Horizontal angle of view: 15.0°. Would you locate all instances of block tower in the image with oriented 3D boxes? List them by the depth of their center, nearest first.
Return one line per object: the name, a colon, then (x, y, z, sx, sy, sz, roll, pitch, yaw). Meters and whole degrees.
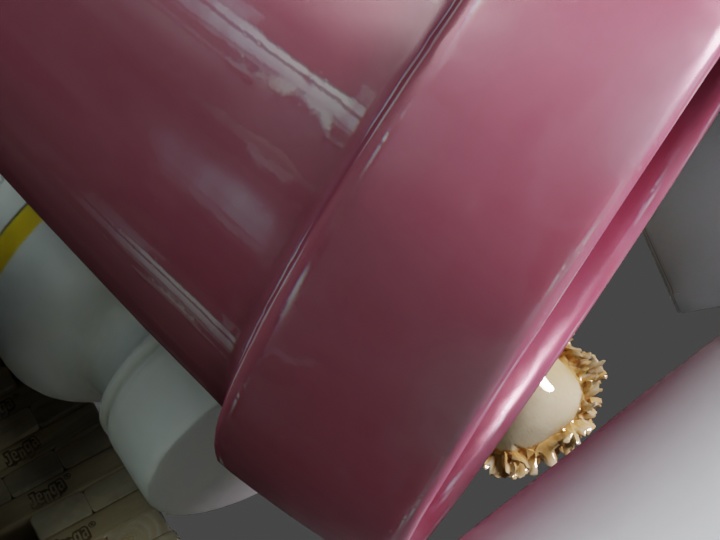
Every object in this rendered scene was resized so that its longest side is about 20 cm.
block tower: (-0.109, 0.050, 0.848, 0.058, 0.054, 0.200, -27, 45, -8)

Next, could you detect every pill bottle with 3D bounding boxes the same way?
pill bottle: (-0.075, -0.033, 0.794, 0.111, 0.111, 0.200, -29, 68, -9)

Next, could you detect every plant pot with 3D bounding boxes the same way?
plant pot: (-0.009, -0.059, 0.658, 0.179, 0.200, 0.200, 34, 62, 6)

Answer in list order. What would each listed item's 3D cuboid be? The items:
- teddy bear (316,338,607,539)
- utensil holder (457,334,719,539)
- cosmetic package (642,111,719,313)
teddy bear: (0.000, 0.000, 0.860, 0.145, 0.067, 0.200, -43, 54, -6)
utensil holder: (0.083, 0.119, 0.642, 0.200, 0.170, 0.170, -35, 47, -13)
cosmetic package: (0.101, -0.112, 0.856, 0.051, 0.151, 0.201, -12, 45, 21)
